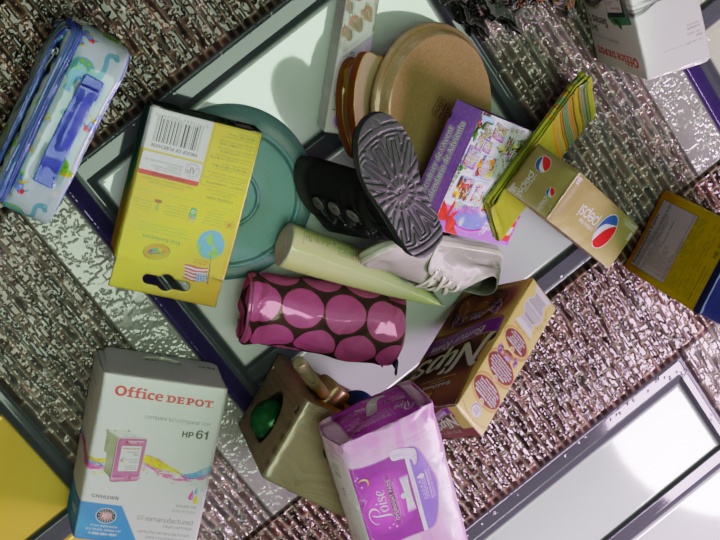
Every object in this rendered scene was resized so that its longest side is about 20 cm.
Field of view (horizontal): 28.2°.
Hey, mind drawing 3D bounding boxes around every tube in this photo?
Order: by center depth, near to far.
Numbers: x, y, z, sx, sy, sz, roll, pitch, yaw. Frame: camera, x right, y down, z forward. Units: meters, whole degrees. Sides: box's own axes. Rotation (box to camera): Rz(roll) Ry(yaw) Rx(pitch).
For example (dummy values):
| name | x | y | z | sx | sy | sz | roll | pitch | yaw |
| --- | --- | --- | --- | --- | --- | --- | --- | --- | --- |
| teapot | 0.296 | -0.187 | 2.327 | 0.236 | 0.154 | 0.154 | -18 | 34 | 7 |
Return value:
| name | x | y | z | sx | sy | sz | roll | pitch | yaw |
| --- | --- | --- | --- | --- | --- | --- | --- | --- | --- |
| tube | 0.000 | 0.000 | 1.625 | 0.198 | 0.052 | 0.059 | 17 | 58 | -24 |

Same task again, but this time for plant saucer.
| name | x | y | z | sx | sy | sz | roll | pitch | yaw |
| --- | --- | --- | --- | --- | --- | --- | --- | --- | --- |
| plant saucer | -0.146 | -0.083 | 1.596 | 0.198 | 0.027 | 0.202 | -5 | 107 | -14 |

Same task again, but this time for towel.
| name | x | y | z | sx | sy | sz | roll | pitch | yaw |
| --- | --- | --- | --- | --- | --- | --- | --- | --- | --- |
| towel | 0.208 | -0.129 | 1.634 | 0.201 | 0.018 | 0.086 | -52 | 149 | -16 |

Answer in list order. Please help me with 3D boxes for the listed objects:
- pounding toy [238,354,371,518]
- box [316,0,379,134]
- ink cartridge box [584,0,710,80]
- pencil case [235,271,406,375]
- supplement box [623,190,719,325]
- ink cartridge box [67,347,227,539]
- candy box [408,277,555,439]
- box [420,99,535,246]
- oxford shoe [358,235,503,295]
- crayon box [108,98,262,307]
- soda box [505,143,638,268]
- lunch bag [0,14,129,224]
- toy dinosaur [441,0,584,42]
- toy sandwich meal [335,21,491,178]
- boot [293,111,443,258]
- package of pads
| name | x | y | z | sx | sy | sz | roll | pitch | yaw |
| --- | --- | --- | --- | --- | --- | --- | --- | --- | --- |
| pounding toy | -0.042 | 0.171 | 1.613 | 0.199 | 0.184 | 0.143 | 29 | 96 | -21 |
| box | -0.010 | -0.251 | 1.578 | 0.038 | 0.041 | 0.202 | 6 | 103 | -16 |
| ink cartridge box | 0.303 | -0.324 | 1.587 | 0.084 | 0.146 | 0.202 | -20 | 109 | -8 |
| pencil case | -0.046 | 0.060 | 1.637 | 0.198 | 0.091 | 0.094 | 12 | 139 | -17 |
| supplement box | 0.416 | -0.005 | 1.681 | 0.109 | 0.200 | 0.110 | 24 | 99 | -21 |
| ink cartridge box | -0.242 | 0.201 | 1.620 | 0.143 | 0.085 | 0.202 | 9 | 102 | -17 |
| candy box | 0.128 | 0.102 | 1.629 | 0.057 | 0.116 | 0.201 | 49 | 54 | -22 |
| box | 0.137 | -0.105 | 1.599 | 0.199 | 0.039 | 0.138 | 10 | 106 | -60 |
| oxford shoe | 0.086 | -0.003 | 1.611 | 0.199 | 0.075 | 0.058 | 6 | 71 | -38 |
| crayon box | -0.193 | -0.072 | 1.545 | 0.126 | 0.051 | 0.202 | 13 | 101 | -18 |
| soda box | 0.244 | -0.071 | 1.632 | 0.064 | 0.068 | 0.200 | -54 | 147 | 5 |
| lunch bag | -0.309 | -0.156 | 1.458 | 0.082 | 0.161 | 0.201 | 24 | 99 | -21 |
| toy dinosaur | 0.158 | -0.333 | 1.590 | 0.199 | 0.102 | 0.137 | 27 | 82 | -3 |
| toy sandwich meal | 0.061 | -0.179 | 1.585 | 0.204 | 0.070 | 0.207 | -10 | 105 | -41 |
| boot | -0.008 | -0.101 | 1.521 | 0.065 | 0.200 | 0.166 | -31 | 116 | -19 |
| package of pads | 0.036 | 0.231 | 1.536 | 0.120 | 0.076 | 0.202 | -23 | 117 | -15 |
